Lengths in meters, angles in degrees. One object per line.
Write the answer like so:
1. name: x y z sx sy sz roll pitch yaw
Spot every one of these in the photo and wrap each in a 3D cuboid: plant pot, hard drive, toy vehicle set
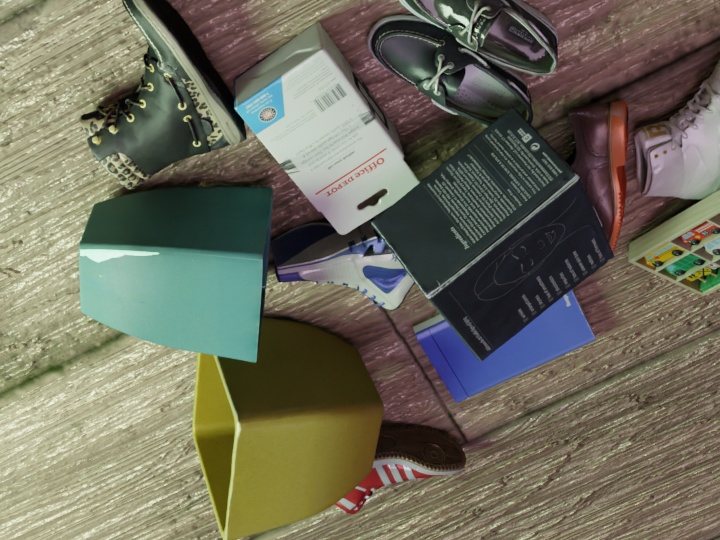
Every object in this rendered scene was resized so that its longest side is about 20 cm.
1. plant pot: -0.084 0.178 1.443 0.197 0.195 0.197 -5 127 -19
2. hard drive: 0.183 0.079 1.503 0.198 0.025 0.133 -26 125 11
3. toy vehicle set: 0.425 -0.037 1.397 0.123 0.027 0.200 21 149 -21
4. plant pot: -0.202 -0.006 1.308 0.197 0.142 0.143 6 124 -2

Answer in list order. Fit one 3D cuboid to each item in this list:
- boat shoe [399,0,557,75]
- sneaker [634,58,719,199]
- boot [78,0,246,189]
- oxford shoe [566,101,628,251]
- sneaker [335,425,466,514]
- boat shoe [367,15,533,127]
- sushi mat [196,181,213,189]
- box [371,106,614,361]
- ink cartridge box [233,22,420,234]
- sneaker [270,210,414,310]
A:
1. boat shoe: 0.125 -0.262 1.221 0.198 0.071 0.073 19 121 -19
2. sneaker: 0.368 -0.162 1.327 0.114 0.074 0.202 -1 127 -11
3. boot: -0.224 -0.182 1.232 0.149 0.074 0.201 -26 130 11
4. oxford shoe: 0.268 -0.103 1.370 0.072 0.072 0.202 3 123 14
5. sneaker: 0.036 0.268 1.591 0.197 0.072 0.113 6 131 -19
6. boat shoe: 0.100 -0.207 1.264 0.198 0.061 0.076 17 122 -19
7. sushi mat: -0.203 -0.013 1.389 0.095 0.012 0.200 33 115 -25
8. box: 0.148 -0.033 1.294 0.196 0.124 0.200 -40 148 2
9. ink cartridge box: -0.033 -0.148 1.283 0.115 0.068 0.200 -30 124 14
10. sneaker: 0.001 0.000 1.386 0.197 0.081 0.116 -14 124 0
